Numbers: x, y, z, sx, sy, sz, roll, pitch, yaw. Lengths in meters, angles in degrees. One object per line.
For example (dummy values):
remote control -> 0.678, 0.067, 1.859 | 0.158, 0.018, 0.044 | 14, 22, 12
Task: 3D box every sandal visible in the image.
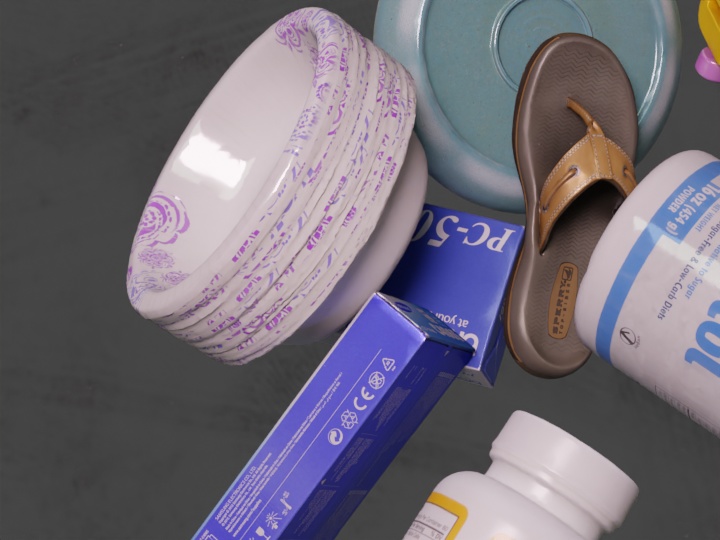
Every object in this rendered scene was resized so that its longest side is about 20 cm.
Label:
sandal -> 0.126, -0.036, 1.034 | 0.081, 0.055, 0.202 | 10, 89, -21

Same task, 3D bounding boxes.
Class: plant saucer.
plant saucer -> 0.106, -0.135, 1.067 | 0.198, 0.027, 0.203 | -1, 94, -14

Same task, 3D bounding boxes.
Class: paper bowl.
paper bowl -> -0.039, -0.039, 1.013 | 0.201, 0.104, 0.202 | -43, 28, 29

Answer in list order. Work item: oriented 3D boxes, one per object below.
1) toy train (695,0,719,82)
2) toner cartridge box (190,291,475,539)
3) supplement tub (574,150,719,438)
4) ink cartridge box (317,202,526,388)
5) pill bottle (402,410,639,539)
toy train -> 0.253, -0.192, 1.059 | 0.055, 0.150, 0.202 | 9, 64, -15
toner cartridge box -> -0.021, 0.108, 1.013 | 0.043, 0.095, 0.201 | 39, 97, 19
supplement tub -> 0.229, 0.035, 0.972 | 0.199, 0.132, 0.132 | 34, 81, 25
ink cartridge box -> 0.000, 0.000, 1.101 | 0.198, 0.044, 0.095 | 14, 76, 20
pill bottle -> 0.066, 0.183, 0.973 | 0.112, 0.113, 0.201 | 29, 80, 24
